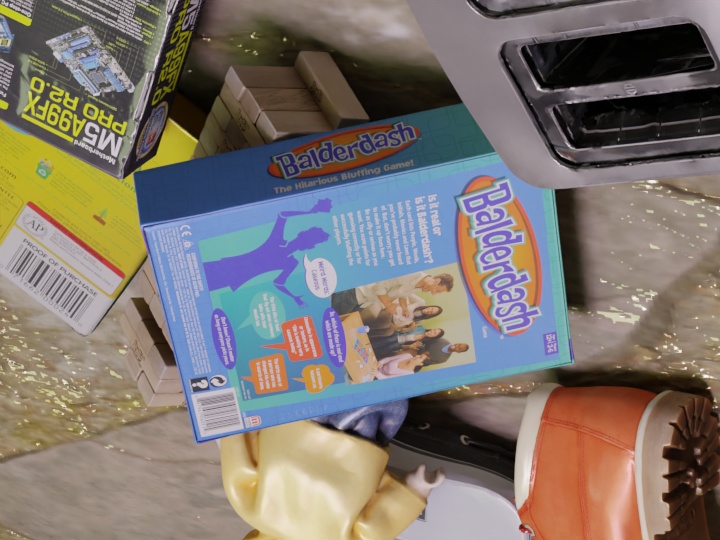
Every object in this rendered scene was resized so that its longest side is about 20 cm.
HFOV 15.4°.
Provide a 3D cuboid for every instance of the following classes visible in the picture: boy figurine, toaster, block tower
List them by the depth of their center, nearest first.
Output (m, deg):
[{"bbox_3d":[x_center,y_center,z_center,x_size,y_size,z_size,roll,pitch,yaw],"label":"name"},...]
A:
[{"bbox_3d":[0.112,-0.142,1.102,0.199,0.119,0.181,-4,128,39],"label":"toaster"},{"bbox_3d":[-0.064,-0.019,1.357,0.054,0.058,0.201,58,135,36],"label":"block tower"},{"bbox_3d":[-0.017,0.106,1.430,0.123,0.064,0.201,15,109,3],"label":"boy figurine"}]

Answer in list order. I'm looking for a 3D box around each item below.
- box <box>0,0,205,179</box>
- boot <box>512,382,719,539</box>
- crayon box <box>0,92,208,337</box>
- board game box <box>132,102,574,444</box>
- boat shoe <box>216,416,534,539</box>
[{"bbox_3d":[-0.172,-0.159,1.308,0.199,0.044,0.161,26,119,11],"label":"box"},{"bbox_3d":[0.132,0.153,1.414,0.107,0.075,0.201,9,110,32],"label":"boot"},{"bbox_3d":[-0.152,-0.061,1.437,0.127,0.051,0.200,38,141,-4],"label":"crayon box"},{"bbox_3d":[0.000,0.000,1.312,0.199,0.045,0.153,-11,132,-2],"label":"board game box"},{"bbox_3d":[0.014,0.109,1.492,0.199,0.057,0.069,20,123,18],"label":"boat shoe"}]
